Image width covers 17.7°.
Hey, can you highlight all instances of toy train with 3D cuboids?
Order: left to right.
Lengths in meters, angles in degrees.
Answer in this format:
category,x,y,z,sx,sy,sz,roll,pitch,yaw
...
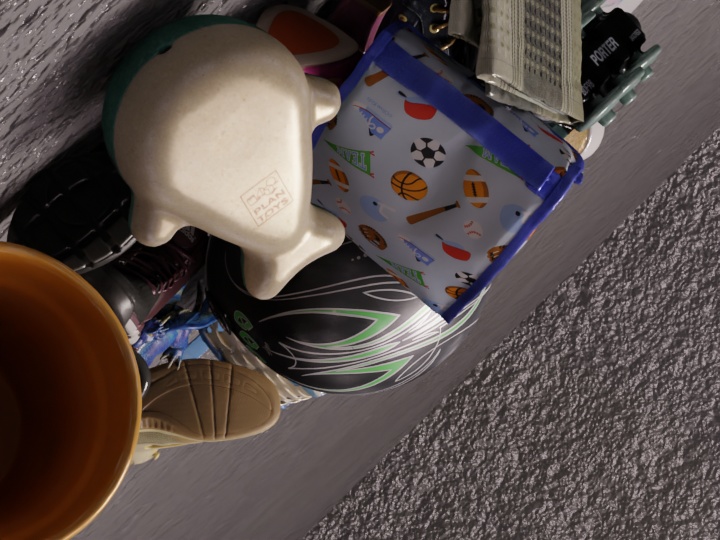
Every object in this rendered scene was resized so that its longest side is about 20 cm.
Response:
category,x,y,z,sx,sy,sz,roll,pitch,yaw
toy train,0.156,-0.141,1.772,0.114,0.085,0.200,-41,-178,33

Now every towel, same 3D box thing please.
category,x,y,z,sx,sy,sz,roll,pitch,yaw
towel,0.105,-0.204,1.551,0.035,0.200,0.193,-5,172,23

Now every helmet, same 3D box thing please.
category,x,y,z,sx,sy,sz,roll,pitch,yaw
helmet,0.000,0.000,1.769,0.200,0.191,0.200,-28,127,-45

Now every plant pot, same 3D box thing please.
category,x,y,z,sx,sy,sz,roll,pitch,yaw
plant pot,-0.260,0.092,1.492,0.200,0.200,0.183,-37,-175,-21

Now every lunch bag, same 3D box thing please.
category,x,y,z,sx,sy,sz,roll,pitch,yaw
lunch bag,0.055,-0.077,1.598,0.124,0.170,0.200,-52,179,-19

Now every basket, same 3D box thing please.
category,x,y,z,sx,sy,sz,roll,pitch,yaw
basket,-0.065,0.034,2.083,0.176,0.139,0.200,-47,-162,-22

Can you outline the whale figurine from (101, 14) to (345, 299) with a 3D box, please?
category,x,y,z,sx,sy,sz,roll,pitch,yaw
whale figurine,-0.085,-0.075,1.465,0.159,0.104,0.200,-39,132,-7

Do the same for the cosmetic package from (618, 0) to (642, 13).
category,x,y,z,sx,sy,sz,roll,pitch,yaw
cosmetic package,0.198,-0.244,2.045,0.200,0.074,0.102,-46,170,29

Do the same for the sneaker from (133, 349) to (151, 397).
category,x,y,z,sx,sy,sz,roll,pitch,yaw
sneaker,-0.235,0.106,1.863,0.201,0.067,0.108,-29,176,22

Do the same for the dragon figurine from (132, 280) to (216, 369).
category,x,y,z,sx,sy,sz,roll,pitch,yaw
dragon figurine,-0.160,0.040,1.942,0.200,0.059,0.099,-29,164,-52

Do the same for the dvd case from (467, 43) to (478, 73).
category,x,y,z,sx,sy,sz,roll,pitch,yaw
dvd case,0.098,-0.213,1.701,0.200,0.018,0.143,111,-15,-69

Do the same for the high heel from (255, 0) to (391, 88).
category,x,y,z,sx,sy,sz,roll,pitch,yaw
high heel,-0.039,-0.137,1.612,0.096,0.067,0.200,-59,166,27

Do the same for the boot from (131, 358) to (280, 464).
category,x,y,z,sx,sy,sz,roll,pitch,yaw
boot,-0.171,0.130,2.056,0.200,0.073,0.155,-5,167,-4

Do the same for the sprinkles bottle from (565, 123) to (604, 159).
category,x,y,z,sx,sy,sz,roll,pitch,yaw
sprinkles bottle,0.123,-0.110,1.872,0.068,0.068,0.200,-47,162,30

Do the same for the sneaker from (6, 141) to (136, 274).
category,x,y,z,sx,sy,sz,roll,pitch,yaw
sneaker,-0.147,-0.060,1.535,0.200,0.075,0.079,-40,172,-4

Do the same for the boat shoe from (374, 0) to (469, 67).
category,x,y,z,sx,sy,sz,roll,pitch,yaw
boat shoe,0.057,-0.186,1.695,0.071,0.091,0.200,-24,161,-46

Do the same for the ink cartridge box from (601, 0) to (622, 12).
category,x,y,z,sx,sy,sz,roll,pitch,yaw
ink cartridge box,0.160,-0.242,1.870,0.200,0.088,0.145,-49,166,31

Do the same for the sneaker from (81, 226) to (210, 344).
category,x,y,z,sx,sy,sz,roll,pitch,yaw
sneaker,-0.161,-0.010,1.738,0.116,0.076,0.200,-45,-179,-6
